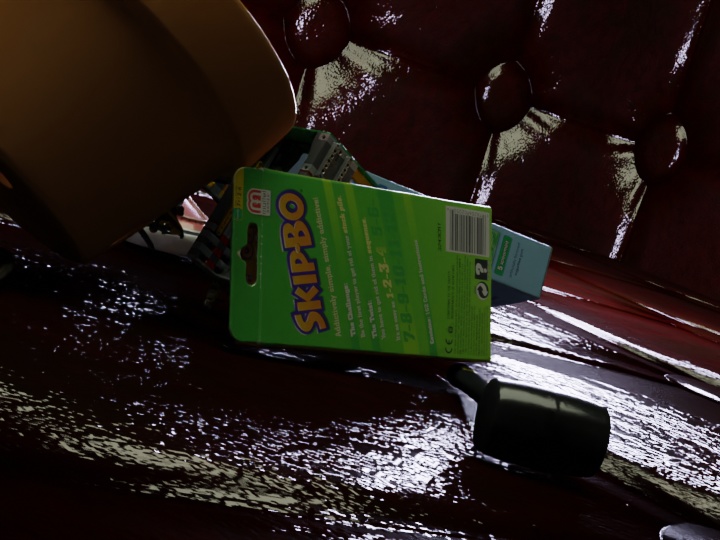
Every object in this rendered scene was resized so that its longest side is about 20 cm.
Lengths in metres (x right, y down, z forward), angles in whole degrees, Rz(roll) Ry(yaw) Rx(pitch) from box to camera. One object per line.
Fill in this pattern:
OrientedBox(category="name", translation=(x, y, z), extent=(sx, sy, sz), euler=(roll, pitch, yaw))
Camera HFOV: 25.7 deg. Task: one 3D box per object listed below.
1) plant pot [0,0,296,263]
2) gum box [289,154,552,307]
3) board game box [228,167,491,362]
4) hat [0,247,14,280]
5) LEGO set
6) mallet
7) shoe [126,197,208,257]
OrientedBox(category="plant pot", translation=(-0.153, -0.100, 0.862), extent=(0.200, 0.140, 0.200), euler=(38, -17, 14))
OrientedBox(category="gum box", translation=(0.016, -0.023, 1.181), extent=(0.199, 0.045, 0.170), euler=(20, -13, -19))
OrientedBox(category="board game box", translation=(0.000, 0.000, 0.907), extent=(0.199, 0.096, 0.030), euler=(8, -9, -44))
OrientedBox(category="hat", translation=(-0.259, -0.060, 0.780), extent=(0.199, 0.081, 0.201), euler=(18, 7, -2))
OrientedBox(category="LEGO set", translation=(-0.064, -0.013, 0.988), extent=(0.199, 0.116, 0.154), euler=(18, -20, 36))
OrientedBox(category="mallet", translation=(0.068, 0.071, 0.863), extent=(0.065, 0.041, 0.200), euler=(14, 2, -18))
OrientedBox(category="shoe", translation=(-0.160, -0.073, 1.162), extent=(0.071, 0.092, 0.200), euler=(14, 8, -37))
